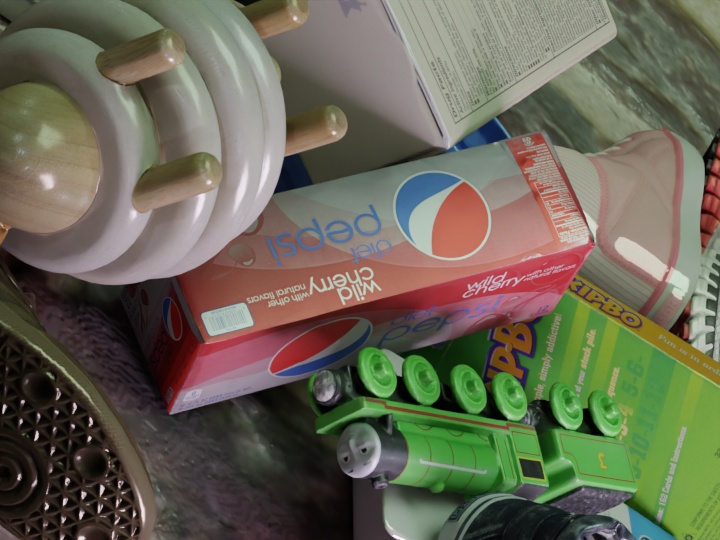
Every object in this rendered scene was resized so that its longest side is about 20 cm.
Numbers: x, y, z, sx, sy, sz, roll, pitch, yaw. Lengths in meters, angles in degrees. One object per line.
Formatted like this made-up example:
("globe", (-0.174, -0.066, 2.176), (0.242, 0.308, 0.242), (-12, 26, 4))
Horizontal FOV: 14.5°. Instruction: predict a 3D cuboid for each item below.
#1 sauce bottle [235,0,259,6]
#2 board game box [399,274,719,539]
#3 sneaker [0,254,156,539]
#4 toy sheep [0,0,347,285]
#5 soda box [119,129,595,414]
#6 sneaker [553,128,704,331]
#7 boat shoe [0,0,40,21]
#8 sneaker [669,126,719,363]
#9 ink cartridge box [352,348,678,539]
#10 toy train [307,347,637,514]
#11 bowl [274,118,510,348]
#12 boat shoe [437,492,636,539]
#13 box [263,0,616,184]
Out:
("sauce bottle", (-0.063, -0.170, 1.362), (0.200, 0.066, 0.066), (47, 29, -19))
("board game box", (0.118, 0.066, 1.339), (0.200, 0.096, 0.030), (31, 30, 3))
("sneaker", (-0.144, 0.025, 1.102), (0.200, 0.070, 0.076), (50, 24, -7))
("toy sheep", (-0.087, -0.060, 1.134), (0.200, 0.138, 0.138), (-18, 72, -55))
("soda box", (0.000, 0.000, 1.244), (0.200, 0.070, 0.064), (-14, 65, -25))
("sneaker", (0.116, -0.039, 1.449), (0.104, 0.075, 0.200), (28, 23, -8))
("boat shoe", (-0.110, -0.133, 1.323), (0.200, 0.068, 0.072), (38, 32, -23))
("sneaker", (0.199, 0.016, 1.456), (0.082, 0.078, 0.200), (19, 61, -1))
("ink cartridge box", (0.060, 0.135, 1.267), (0.200, 0.067, 0.116), (34, 34, -28))
("toy train", (0.051, 0.074, 1.217), (0.200, 0.042, 0.057), (12, 59, -48))
("bowl", (0.023, -0.040, 1.438), (0.200, 0.039, 0.201), (35, 33, -27))
("boat shoe", (0.090, 0.191, 1.161), (0.071, 0.091, 0.201), (-22, 102, -29))
("box", (0.037, -0.115, 1.343), (0.200, 0.078, 0.095), (-33, 101, -56))
